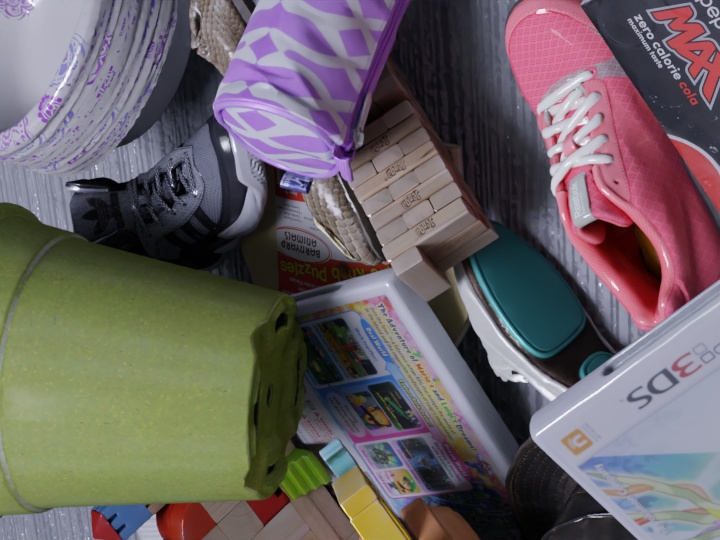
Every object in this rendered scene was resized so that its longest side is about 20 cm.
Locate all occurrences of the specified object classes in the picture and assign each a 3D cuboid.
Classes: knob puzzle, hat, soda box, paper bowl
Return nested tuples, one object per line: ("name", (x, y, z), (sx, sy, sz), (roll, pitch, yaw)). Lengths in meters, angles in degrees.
("knob puzzle", (0.000, 0.000, 0.864), (0.219, 0.030, 0.221), (17, 117, 37))
("hat", (0.154, 0.177, 0.715), (0.200, 0.081, 0.201), (22, 137, 22))
("soda box", (0.187, -0.068, 0.593), (0.071, 0.063, 0.200), (-22, 113, 45))
("paper bowl", (-0.189, -0.163, 0.893), (0.200, 0.104, 0.202), (-19, 64, 43))

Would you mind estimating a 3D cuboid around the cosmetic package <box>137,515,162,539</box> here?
("cosmetic package", (-0.122, 0.132, 0.977), (0.090, 0.106, 0.201), (-18, 92, 46))

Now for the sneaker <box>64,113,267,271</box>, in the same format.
("sneaker", (-0.134, -0.046, 0.878), (0.200, 0.113, 0.076), (132, 127, -61))

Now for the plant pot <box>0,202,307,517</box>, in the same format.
("plant pot", (-0.137, 0.067, 0.792), (0.189, 0.200, 0.201), (6, 113, 13))

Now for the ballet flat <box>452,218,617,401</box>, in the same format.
("ballet flat", (0.115, 0.058, 0.760), (0.200, 0.069, 0.070), (45, 131, 16))

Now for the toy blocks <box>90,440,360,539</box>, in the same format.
("toy blocks", (-0.088, 0.182, 0.890), (0.201, 0.137, 0.100), (55, 156, -15))

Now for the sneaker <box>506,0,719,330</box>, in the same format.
("sneaker", (0.129, -0.057, 0.672), (0.074, 0.087, 0.201), (-38, 79, 43))

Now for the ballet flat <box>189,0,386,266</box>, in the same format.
("ballet flat", (-0.047, -0.086, 0.793), (0.046, 0.067, 0.201), (-31, 89, 8))

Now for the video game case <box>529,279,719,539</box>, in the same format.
("video game case", (0.211, 0.087, 0.609), (0.200, 0.022, 0.182), (43, 115, -15))

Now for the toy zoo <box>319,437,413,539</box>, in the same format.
("toy zoo", (0.039, 0.182, 0.743), (0.200, 0.020, 0.131), (53, 176, 7))

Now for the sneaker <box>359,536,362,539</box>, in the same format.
("sneaker", (0.057, 0.248, 0.889), (0.073, 0.087, 0.201), (-27, 111, 5))

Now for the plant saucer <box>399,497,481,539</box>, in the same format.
("plant saucer", (0.094, 0.218, 0.789), (0.201, 0.032, 0.200), (54, 177, 4))

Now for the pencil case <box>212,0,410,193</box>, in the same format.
("pencil case", (-0.008, -0.147, 0.711), (0.085, 0.084, 0.201), (15, 75, 25))

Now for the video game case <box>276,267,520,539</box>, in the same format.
("video game case", (0.011, 0.097, 0.855), (0.181, 0.024, 0.201), (-15, 115, 45))

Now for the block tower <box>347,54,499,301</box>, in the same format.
("block tower", (0.010, -0.083, 0.761), (0.058, 0.054, 0.201), (-32, 63, 12))
